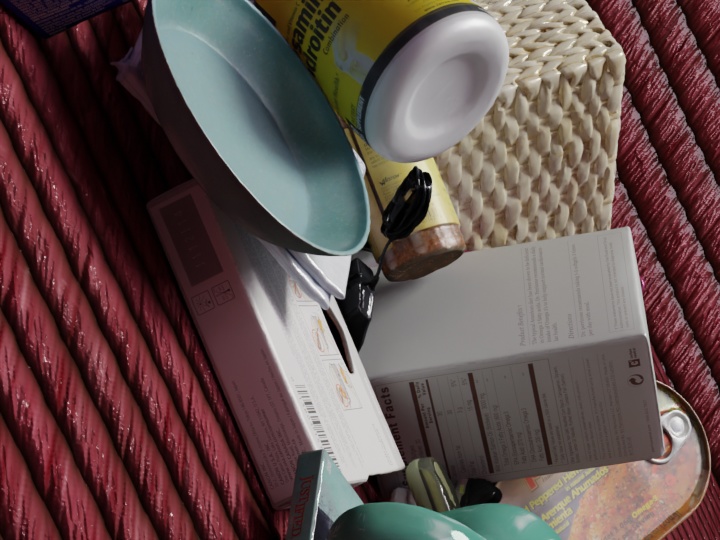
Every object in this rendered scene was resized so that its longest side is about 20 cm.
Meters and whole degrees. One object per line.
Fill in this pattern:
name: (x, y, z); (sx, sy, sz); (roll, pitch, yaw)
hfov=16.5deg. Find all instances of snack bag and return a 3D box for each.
snack bag: (-0.068, -0.092, 1.543); (0.200, 0.021, 0.189); (49, 23, -18)

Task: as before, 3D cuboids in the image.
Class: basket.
basket: (0.080, -0.112, 1.846); (0.161, 0.197, 0.201); (52, -28, 42)

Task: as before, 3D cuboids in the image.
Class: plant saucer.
plant saucer: (-0.068, -0.087, 1.458); (0.200, 0.036, 0.201); (45, 25, -27)

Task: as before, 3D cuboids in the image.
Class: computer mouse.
computer mouse: (0.000, 0.000, 1.617); (0.034, 0.201, 0.059); (15, 45, -13)

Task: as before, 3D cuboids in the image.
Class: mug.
mug: (0.065, 0.206, 1.380); (0.185, 0.114, 0.153); (21, 56, -64)

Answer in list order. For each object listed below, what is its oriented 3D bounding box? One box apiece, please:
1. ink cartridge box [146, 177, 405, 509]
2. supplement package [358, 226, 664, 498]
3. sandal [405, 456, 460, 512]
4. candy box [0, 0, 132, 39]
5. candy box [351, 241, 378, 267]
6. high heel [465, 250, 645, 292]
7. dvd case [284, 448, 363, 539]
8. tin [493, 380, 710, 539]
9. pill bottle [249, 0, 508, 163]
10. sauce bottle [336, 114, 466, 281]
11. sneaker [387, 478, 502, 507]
ink cartridge box: (-0.049, 0.045, 1.537); (0.201, 0.044, 0.176); (67, 13, 8)
supplement package: (0.100, 0.063, 1.699); (0.117, 0.198, 0.118); (-91, 169, -49)
sandal: (0.053, 0.222, 1.587); (0.080, 0.057, 0.203); (59, 15, -75)
candy box: (-0.208, -0.245, 1.367); (0.200, 0.077, 0.170); (44, 25, -63)
candy box: (-0.056, -0.089, 1.724); (0.201, 0.071, 0.168); (67, 12, 8)
high heel: (0.100, 0.017, 1.759); (0.096, 0.198, 0.068); (164, -72, -71)
dvd case: (0.009, 0.219, 1.419); (0.201, 0.022, 0.147); (58, 26, -35)
tin: (0.163, 0.156, 1.759); (0.112, 0.199, 0.042); (58, -29, -4)
pill bottle: (-0.004, -0.168, 1.584); (0.200, 0.112, 0.112); (46, 1, 32)
sauce bottle: (0.010, -0.093, 1.687); (0.066, 0.066, 0.201); (23, 46, -73)
sneaker: (0.087, 0.226, 1.655); (0.201, 0.087, 0.074); (70, 12, 15)
